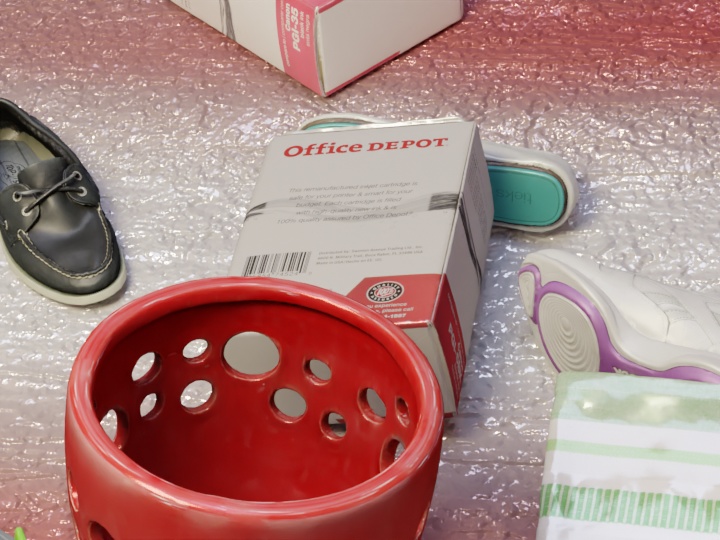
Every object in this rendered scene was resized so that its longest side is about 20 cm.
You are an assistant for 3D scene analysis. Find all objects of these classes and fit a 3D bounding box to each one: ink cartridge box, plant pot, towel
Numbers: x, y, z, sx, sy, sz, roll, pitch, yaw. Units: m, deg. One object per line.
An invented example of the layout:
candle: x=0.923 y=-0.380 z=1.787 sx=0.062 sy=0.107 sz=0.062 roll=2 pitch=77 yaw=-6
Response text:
ink cartridge box: x=0.000 y=0.000 z=1.485 sx=0.146 sy=0.083 sz=0.201 roll=-4 pitch=40 yaw=17
plant pot: x=-0.059 y=0.131 z=1.264 sx=0.199 sy=0.184 sz=0.201 roll=2 pitch=36 yaw=-2
towel: x=0.172 y=0.149 z=1.311 sx=0.151 sy=0.023 sz=0.201 roll=3 pitch=58 yaw=13
ink cartridge box: x=-0.041 y=-0.232 z=1.772 sx=0.146 sy=0.083 sz=0.200 roll=-32 pitch=47 yaw=-27

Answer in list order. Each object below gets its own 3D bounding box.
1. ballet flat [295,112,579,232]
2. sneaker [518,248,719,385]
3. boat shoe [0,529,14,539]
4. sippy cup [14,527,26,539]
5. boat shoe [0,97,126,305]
ballet flat: x=0.054 y=-0.069 z=1.597 sx=0.198 sy=0.070 sz=0.070 roll=11 pitch=43 yaw=13
sneaker: x=0.186 y=0.043 z=1.448 sx=0.199 sy=0.075 sz=0.099 roll=33 pitch=41 yaw=30
boat shoe: x=-0.220 y=0.183 z=1.332 sx=0.200 sy=0.062 sz=0.072 roll=36 pitch=13 yaw=23
sippy cup: x=-0.265 y=0.165 z=1.209 sx=0.139 sy=0.131 sz=0.178 roll=38 pitch=51 yaw=12
boat shoe: x=-0.217 y=-0.054 z=1.600 sx=0.074 sy=0.066 sz=0.200 roll=-17 pitch=42 yaw=-14
